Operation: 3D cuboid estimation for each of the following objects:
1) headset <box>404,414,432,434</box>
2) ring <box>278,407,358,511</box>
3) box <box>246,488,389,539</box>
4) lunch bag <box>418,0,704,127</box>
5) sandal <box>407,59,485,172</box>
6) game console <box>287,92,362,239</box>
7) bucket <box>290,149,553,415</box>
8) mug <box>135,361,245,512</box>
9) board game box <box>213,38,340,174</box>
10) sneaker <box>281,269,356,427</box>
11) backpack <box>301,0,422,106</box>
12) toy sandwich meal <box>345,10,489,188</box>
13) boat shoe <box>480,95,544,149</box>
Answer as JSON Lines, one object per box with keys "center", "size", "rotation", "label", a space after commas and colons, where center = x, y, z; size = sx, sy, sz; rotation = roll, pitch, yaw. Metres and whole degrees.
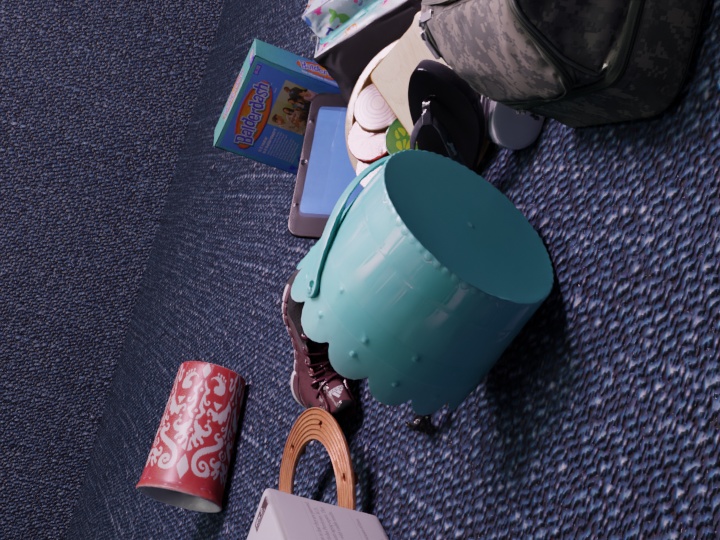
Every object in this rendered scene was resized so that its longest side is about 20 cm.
{"center": [0.035, 0.060, 1.113], "size": [0.095, 0.122, 0.201], "rotation": [92, 160, -50], "label": "headset"}
{"center": [-0.046, 0.254, 1.242], "size": [0.200, 0.019, 0.203], "rotation": [-20, 68, 62], "label": "ring"}
{"center": [-0.049, 0.349, 1.055], "size": [0.200, 0.129, 0.201], "rotation": [-129, 58, -67], "label": "box"}
{"center": [0.152, -0.203, 0.904], "size": [0.200, 0.166, 0.141], "rotation": [-167, 94, -71], "label": "lunch bag"}
{"center": [0.080, -0.109, 1.081], "size": [0.043, 0.075, 0.202], "rotation": [-50, -34, -37], "label": "sandal"}
{"center": [0.009, -0.141, 1.330], "size": [0.176, 0.115, 0.203], "rotation": [145, 138, -61], "label": "game console"}
{"center": [0.057, 0.004, 0.960], "size": [0.135, 0.205, 0.208], "rotation": [-51, 28, 31], "label": "bucket"}
{"center": [-0.260, 0.257, 1.728], "size": [0.177, 0.132, 0.202], "rotation": [-31, 42, 60], "label": "mug"}
{"center": [-0.078, -0.202, 1.494], "size": [0.153, 0.198, 0.045], "rotation": [-58, 24, 34], "label": "board game box"}
{"center": [-0.035, 0.100, 1.282], "size": [0.116, 0.075, 0.202], "rotation": [-127, 27, -52], "label": "sneaker"}
{"center": [0.027, -0.300, 1.315], "size": [0.176, 0.151, 0.200], "rotation": [-29, 16, 19], "label": "backpack"}
{"center": [0.056, -0.168, 1.172], "size": [0.203, 0.070, 0.208], "rotation": [-5, 81, 32], "label": "toy sandwich meal"}
{"center": [0.158, -0.216, 1.059], "size": [0.068, 0.071, 0.203], "rotation": [-141, 62, -68], "label": "boat shoe"}
